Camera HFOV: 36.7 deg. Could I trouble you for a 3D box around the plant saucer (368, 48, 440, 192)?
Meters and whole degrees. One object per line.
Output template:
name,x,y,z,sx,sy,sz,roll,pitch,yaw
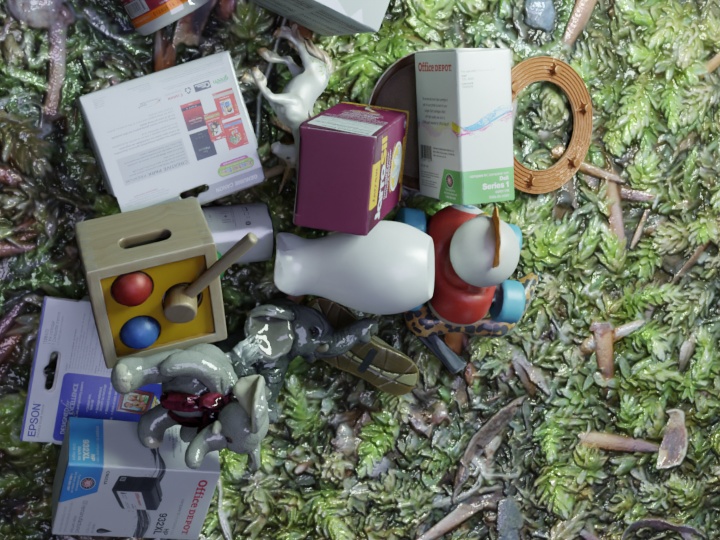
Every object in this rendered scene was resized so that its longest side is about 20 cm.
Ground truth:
plant saucer,0.096,-0.213,1.548,0.198,0.034,0.202,-4,102,-20

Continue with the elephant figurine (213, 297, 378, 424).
elephant figurine,-0.106,0.095,1.484,0.155,0.141,0.201,35,93,-36

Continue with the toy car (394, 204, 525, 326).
toy car,0.160,-0.034,1.491,0.183,0.200,0.178,8,65,-15

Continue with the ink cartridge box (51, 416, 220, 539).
ink cartridge box,-0.298,0.278,1.441,0.198,0.084,0.146,7,127,-20

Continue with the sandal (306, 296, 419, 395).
sandal,-0.003,0.109,1.559,0.199,0.054,0.081,34,101,-17

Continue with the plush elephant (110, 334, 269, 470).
plush elephant,-0.181,0.176,1.332,0.199,0.155,0.166,-23,140,-20

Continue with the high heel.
high heel,0.162,0.041,1.598,0.200,0.071,0.143,-43,113,-1

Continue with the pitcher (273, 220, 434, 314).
pitcher,0.000,0.000,1.455,0.198,0.172,0.123,1,81,11

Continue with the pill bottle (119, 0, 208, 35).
pill bottle,-0.275,-0.403,1.339,0.109,0.109,0.201,-32,109,-11

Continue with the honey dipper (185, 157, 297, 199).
honey dipper,-0.148,-0.122,1.453,0.199,0.038,0.038,-23,107,-27

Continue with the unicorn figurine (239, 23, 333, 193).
unicorn figurine,-0.092,-0.227,1.429,0.137,0.074,0.201,39,70,-19

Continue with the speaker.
speaker,-0.219,-0.044,1.441,0.198,0.081,0.082,-7,102,-19

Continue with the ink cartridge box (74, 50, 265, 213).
ink cartridge box,-0.243,-0.169,1.404,0.198,0.084,0.177,-20,103,-15

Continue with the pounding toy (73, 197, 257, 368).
pounding toy,-0.232,0.012,1.329,0.198,0.143,0.185,-13,131,-14

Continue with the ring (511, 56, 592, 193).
ring,0.269,-0.213,1.599,0.199,0.019,0.203,-6,102,-30

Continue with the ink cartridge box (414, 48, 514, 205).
ink cartridge box,0.139,-0.198,1.470,0.083,0.145,0.202,-7,102,-19

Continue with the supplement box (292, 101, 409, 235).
supplement box,-0.009,-0.138,1.417,0.102,0.200,0.132,10,110,12

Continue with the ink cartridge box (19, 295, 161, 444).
ink cartridge box,-0.339,0.138,1.453,0.198,0.047,0.200,10,98,-19

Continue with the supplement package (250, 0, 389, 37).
supplement package,-0.048,-0.397,1.372,0.150,0.200,0.153,21,92,-22
